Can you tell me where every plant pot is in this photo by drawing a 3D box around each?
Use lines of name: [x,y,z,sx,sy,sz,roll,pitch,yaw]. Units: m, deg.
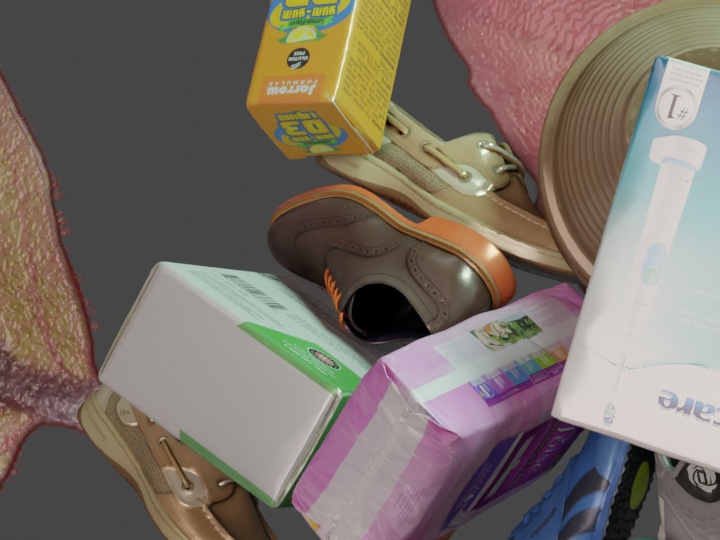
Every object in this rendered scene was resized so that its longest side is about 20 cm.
plant pot: [0.200,-0.069,1.468,0.200,0.093,0.202,-1,77,5]

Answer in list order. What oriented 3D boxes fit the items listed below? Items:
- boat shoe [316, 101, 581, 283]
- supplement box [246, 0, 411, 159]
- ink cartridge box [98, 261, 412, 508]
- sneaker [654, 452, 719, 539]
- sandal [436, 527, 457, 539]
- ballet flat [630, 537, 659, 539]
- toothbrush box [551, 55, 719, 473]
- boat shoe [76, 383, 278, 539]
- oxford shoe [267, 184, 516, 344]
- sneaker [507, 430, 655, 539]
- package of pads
boat shoe: [0.065,-0.054,1.572,0.199,0.071,0.065,28,90,24]
supplement box: [-0.011,-0.170,1.593,0.066,0.069,0.201,-3,63,27]
ink cartridge box: [-0.037,0.069,1.545,0.146,0.200,0.084,34,102,25]
sneaker: [0.252,0.123,1.443,0.199,0.075,0.116,0,118,26]
sandal: [0.041,0.181,1.515,0.059,0.079,0.207,24,53,18]
ballet flat: [0.179,0.244,1.485,0.072,0.072,0.201,-4,110,25]
toothbrush box: [0.203,0.005,1.359,0.146,0.085,0.201,17,93,20]
boat shoe: [-0.102,0.132,1.640,0.200,0.071,0.065,45,105,24]
oxford shoe: [0.000,0.000,1.546,0.073,0.071,0.200,-42,32,-26]
sneaker: [0.121,0.151,1.532,0.078,0.066,0.201,19,94,25]
package of pads: [0.058,0.087,1.460,0.076,0.200,0.121,46,124,17]
